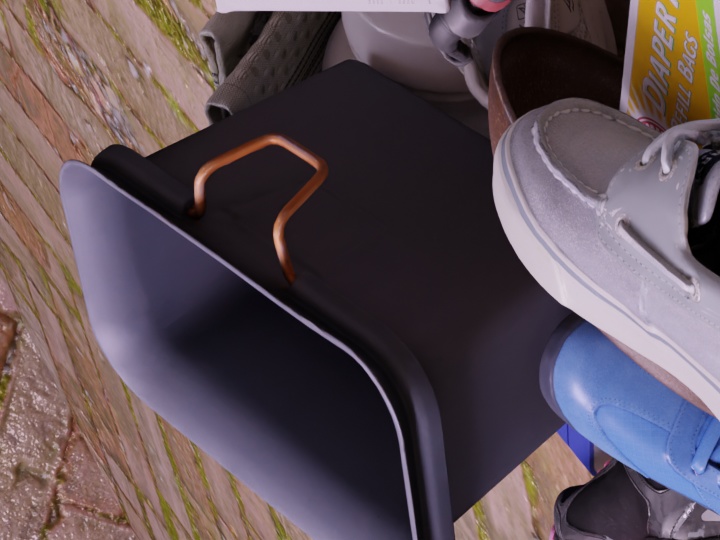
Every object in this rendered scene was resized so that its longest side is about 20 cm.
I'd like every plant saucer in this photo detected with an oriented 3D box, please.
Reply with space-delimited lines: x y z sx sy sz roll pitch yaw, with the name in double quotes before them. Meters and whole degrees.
"plant saucer" 0.115 -0.005 0.924 0.200 0.037 0.200 34 -157 -16

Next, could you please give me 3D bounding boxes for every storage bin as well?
"storage bin" 0.000 0.000 1.002 0.200 0.134 0.146 33 146 37

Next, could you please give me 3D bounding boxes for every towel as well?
"towel" -0.020 -0.089 1.183 0.034 0.200 0.193 18 149 16

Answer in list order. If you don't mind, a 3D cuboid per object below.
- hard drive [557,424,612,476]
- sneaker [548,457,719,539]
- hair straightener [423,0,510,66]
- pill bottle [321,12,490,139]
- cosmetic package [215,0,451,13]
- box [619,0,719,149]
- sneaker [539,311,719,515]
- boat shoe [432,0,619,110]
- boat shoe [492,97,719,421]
"hard drive" 0.067 -0.005 1.333 0.200 0.025 0.132 52 162 32
"sneaker" 0.141 0.101 1.231 0.200 0.079 0.096 176 88 -73
"hair straightener" 0.077 -0.142 0.891 0.200 0.041 0.077 -52 22 42
"pill bottle" 0.041 -0.067 1.140 0.114 0.114 0.200 52 162 31
"cosmetic package" -0.001 -0.178 0.945 0.051 0.082 0.200 77 -164 -49
"box" 0.152 -0.073 0.797 0.113 0.101 0.200 53 162 28
"sneaker" 0.157 0.069 0.965 0.200 0.066 0.078 29 -174 -25
"boat shoe" 0.042 -0.148 1.004 0.069 0.071 0.200 7 -120 -62
"boat shoe" 0.109 -0.006 0.758 0.201 0.070 0.072 46 142 42
